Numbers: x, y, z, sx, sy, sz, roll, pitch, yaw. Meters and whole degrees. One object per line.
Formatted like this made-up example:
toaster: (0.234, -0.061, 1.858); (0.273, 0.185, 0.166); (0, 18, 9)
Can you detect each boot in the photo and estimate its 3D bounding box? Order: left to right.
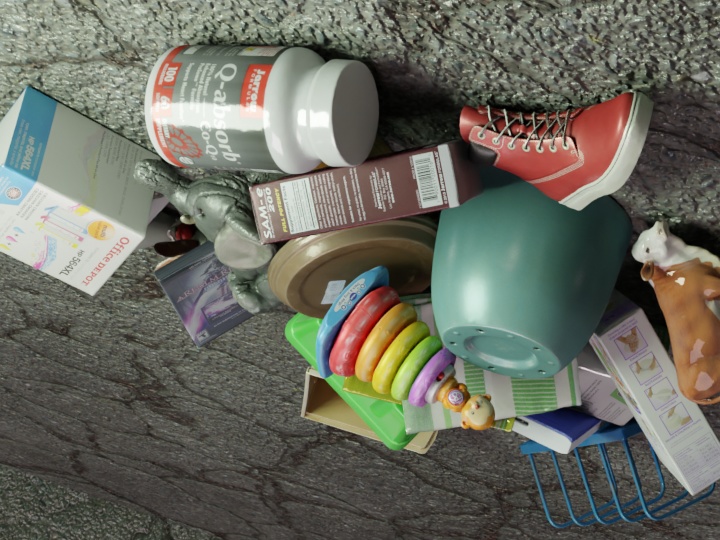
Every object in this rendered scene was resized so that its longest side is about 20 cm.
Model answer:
boot: (0.165, -0.122, 1.372); (0.143, 0.073, 0.200); (23, 161, -8)

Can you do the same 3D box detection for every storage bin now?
storage bin: (0.029, 0.156, 2.089); (0.196, 0.095, 0.200); (17, 158, 3)

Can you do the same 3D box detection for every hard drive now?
hard drive: (0.223, 0.164, 1.876); (0.131, 0.026, 0.200); (24, -164, 20)

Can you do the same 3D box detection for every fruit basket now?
fruit basket: (0.025, 0.093, 1.836); (0.215, 0.155, 0.216); (44, 166, 14)

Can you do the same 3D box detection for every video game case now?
video game case: (-0.161, 0.015, 1.879); (0.019, 0.142, 0.200); (57, 174, 25)

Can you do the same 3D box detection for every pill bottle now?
pill bottle: (-0.090, -0.150, 1.436); (0.198, 0.117, 0.116); (5, 155, 28)

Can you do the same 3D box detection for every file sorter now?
file sorter: (0.329, 0.247, 1.961); (0.138, 0.124, 0.199); (-18, 179, -34)

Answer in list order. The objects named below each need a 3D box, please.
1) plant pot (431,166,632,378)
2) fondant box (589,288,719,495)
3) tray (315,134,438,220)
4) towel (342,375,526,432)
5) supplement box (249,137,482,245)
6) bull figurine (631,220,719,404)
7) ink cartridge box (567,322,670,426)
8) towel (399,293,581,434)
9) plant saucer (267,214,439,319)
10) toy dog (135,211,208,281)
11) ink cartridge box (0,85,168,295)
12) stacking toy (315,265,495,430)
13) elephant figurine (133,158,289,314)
plant pot: (0.160, 0.011, 1.563); (0.198, 0.162, 0.201); (15, 157, 7)
fondant box: (0.309, 0.125, 1.648); (0.201, 0.058, 0.144); (57, -178, -9)
tray: (-0.006, -0.099, 1.597); (0.098, 0.037, 0.200); (3, 153, 32)
towel: (0.085, 0.116, 1.720); (0.198, 0.087, 0.018); (13, -177, -3)
supplement box: (0.007, -0.076, 1.472); (0.198, 0.062, 0.109); (-10, -174, 18)
bull figurine: (0.343, 0.036, 1.531); (0.120, 0.065, 0.202); (-8, 110, 27)
ink cartridge box: (0.241, 0.096, 1.800); (0.198, 0.085, 0.146); (18, 158, -2)
towel: (0.138, 0.092, 1.698); (0.198, 0.154, 0.023); (-8, -171, -2)
plant saucer: (0.000, 0.000, 1.645); (0.198, 0.030, 0.201); (-11, 152, -6)
toy dog: (-0.255, -0.030, 1.864); (0.198, 0.097, 0.132); (12, 158, 15)
ink cartridge box: (-0.319, -0.080, 1.712); (0.199, 0.126, 0.128); (28, 134, -23)
stacking toy: (0.056, 0.100, 1.597); (0.199, 0.116, 0.110); (36, 157, 18)
elephant figurine: (-0.123, -0.052, 1.672); (0.154, 0.142, 0.201); (-31, 138, 0)
